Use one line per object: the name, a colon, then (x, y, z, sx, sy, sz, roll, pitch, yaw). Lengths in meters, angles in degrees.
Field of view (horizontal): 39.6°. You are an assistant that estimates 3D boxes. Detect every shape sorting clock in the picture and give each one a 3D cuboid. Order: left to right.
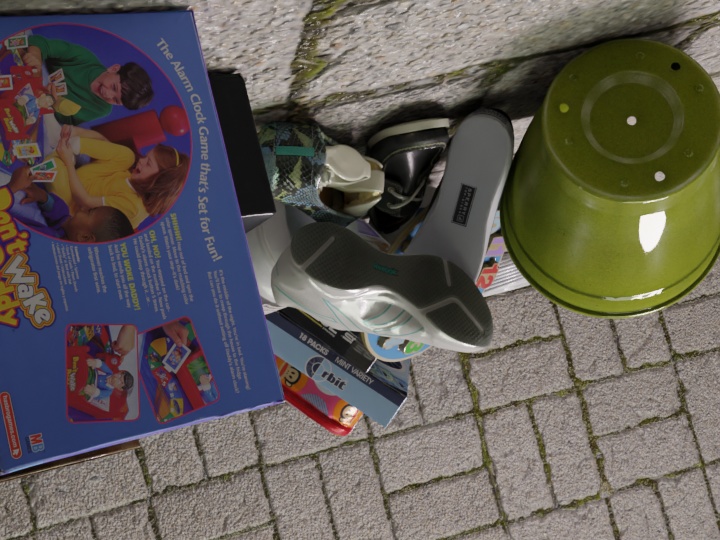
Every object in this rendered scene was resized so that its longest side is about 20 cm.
shape sorting clock: (0.077, 0.006, 0.966, 0.200, 0.039, 0.201, -37, 148, -29)

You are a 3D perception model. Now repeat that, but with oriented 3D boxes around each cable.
cable: (0.308, 0.007, 2.111, 0.199, 0.070, 0.200, -15, 173, -1)

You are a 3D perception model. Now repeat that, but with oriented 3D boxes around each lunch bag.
lunch bag: (-0.066, 0.120, 1.235, 0.082, 0.176, 0.200, -55, 178, 0)

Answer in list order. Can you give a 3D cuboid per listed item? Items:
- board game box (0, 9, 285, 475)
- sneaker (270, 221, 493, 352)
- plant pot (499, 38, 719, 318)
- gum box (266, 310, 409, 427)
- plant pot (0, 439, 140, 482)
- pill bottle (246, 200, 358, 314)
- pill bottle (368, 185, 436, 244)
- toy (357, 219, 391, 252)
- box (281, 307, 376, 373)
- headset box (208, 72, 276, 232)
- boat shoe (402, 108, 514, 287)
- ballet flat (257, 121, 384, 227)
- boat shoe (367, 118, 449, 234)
board game box: (-0.125, -0.019, 0.472, 0.134, 0.201, 0.045, -10, 172, -30)
sneaker: (0.019, 0.022, 0.826, 0.199, 0.071, 0.080, 22, 145, -21)
plant pot: (0.209, -0.084, 0.803, 0.199, 0.202, 0.193, -15, 161, 5)
gum box: (-0.025, 0.085, 1.129, 0.045, 0.169, 0.200, -55, -177, 9)
plant pot: (-0.312, 0.085, 0.905, 0.186, 0.201, 0.187, -14, 172, -2)
pill bottle: (-0.104, -0.014, 0.916, 0.199, 0.115, 0.113, -21, 171, 39)
pill bottle: (0.057, -0.030, 1.132, 0.109, 0.110, 0.200, -14, 173, -5)
toy: (0.000, 0.000, 1.018, 0.115, 0.047, 0.200, 15, 159, 36)
box: (-0.032, 0.028, 1.095, 0.049, 0.161, 0.200, -55, 178, 10)
headset box: (-0.172, -0.044, 0.618, 0.173, 0.093, 0.200, -9, 171, -34)
boat shoe: (0.088, -0.045, 0.862, 0.068, 0.201, 0.057, 24, -156, 10)
ballet flat: (-0.017, -0.070, 0.782, 0.074, 0.075, 0.200, -17, 173, 19)
boat shoe: (0.039, -0.083, 0.869, 0.071, 0.068, 0.200, -11, 171, -13)
